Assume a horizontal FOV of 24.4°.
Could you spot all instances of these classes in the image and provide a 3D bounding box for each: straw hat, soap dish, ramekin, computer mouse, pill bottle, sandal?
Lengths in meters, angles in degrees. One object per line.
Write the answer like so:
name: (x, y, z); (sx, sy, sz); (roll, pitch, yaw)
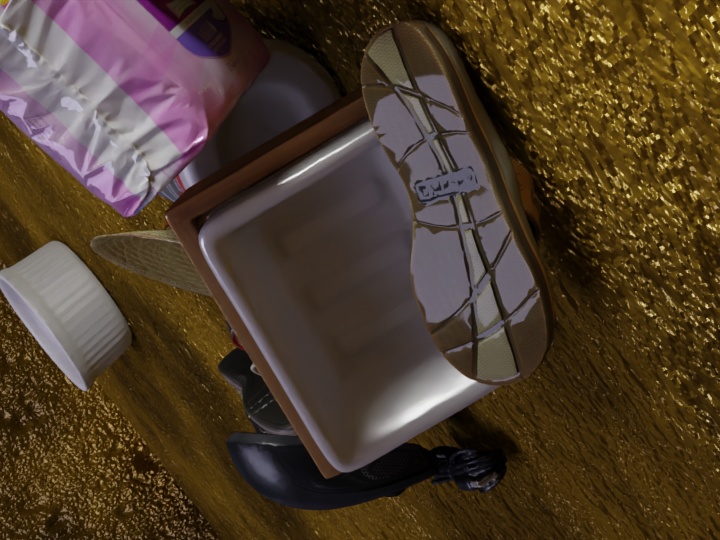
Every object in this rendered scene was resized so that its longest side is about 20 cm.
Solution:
straw hat: (-0.090, -0.034, 1.216); (0.199, 0.086, 0.201); (13, 169, 2)
soap dish: (0.000, 0.000, 0.948); (0.201, 0.156, 0.081); (61, 178, -29)
ramekin: (-0.401, 0.056, 2.282); (0.201, 0.098, 0.201); (46, 163, 18)
computer mouse: (-0.001, 0.150, 1.214); (0.138, 0.198, 0.053); (163, 111, -77)
pill bottle: (-0.100, -0.097, 1.067); (0.114, 0.114, 0.200); (59, 163, -25)
sandal: (0.059, -0.037, 0.864); (0.080, 0.054, 0.202); (-8, 106, 41)

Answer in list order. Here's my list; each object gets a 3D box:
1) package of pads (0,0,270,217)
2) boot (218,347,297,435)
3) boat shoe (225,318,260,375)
package of pads: (-0.120, -0.112, 0.849); (0.121, 0.076, 0.200); (47, -162, -10)
boot: (-0.057, 0.155, 1.577); (0.151, 0.073, 0.200); (60, 166, -24)
boat shoe: (-0.055, 0.052, 1.211); (0.071, 0.063, 0.200); (15, 170, -21)
